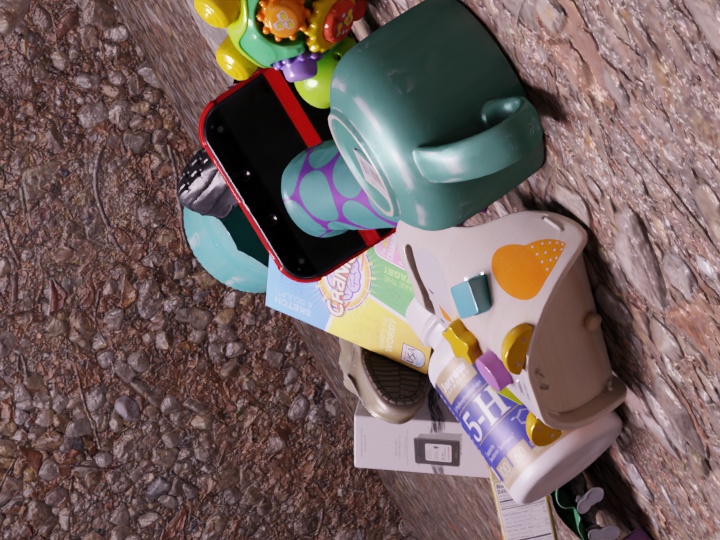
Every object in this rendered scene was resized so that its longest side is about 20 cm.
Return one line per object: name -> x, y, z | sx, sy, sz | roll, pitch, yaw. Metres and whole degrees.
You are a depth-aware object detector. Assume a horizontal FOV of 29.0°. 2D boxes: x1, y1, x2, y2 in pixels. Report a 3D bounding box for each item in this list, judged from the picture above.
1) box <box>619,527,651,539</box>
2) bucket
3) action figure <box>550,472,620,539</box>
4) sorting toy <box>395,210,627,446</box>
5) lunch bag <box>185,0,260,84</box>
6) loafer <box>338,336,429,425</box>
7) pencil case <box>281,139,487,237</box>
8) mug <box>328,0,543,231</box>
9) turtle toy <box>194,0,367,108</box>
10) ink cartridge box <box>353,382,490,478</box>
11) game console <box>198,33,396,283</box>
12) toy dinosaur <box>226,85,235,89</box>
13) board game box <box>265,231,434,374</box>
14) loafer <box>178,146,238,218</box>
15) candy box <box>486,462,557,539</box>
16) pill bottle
box -> 0.306, 0.390, 1.387 | 0.200, 0.096, 0.177 | 51, 170, 33
bucket -> -0.106, -0.077, 1.630 | 0.209, 0.206, 0.135 | 57, 151, 0
action figure -> 0.215, 0.219, 1.412 | 0.200, 0.054, 0.120 | -113, 0, -79
sorting toy -> 0.103, 0.032, 1.112 | 0.179, 0.107, 0.201 | 32, 157, 40
lunch bag -> -0.116, -0.278, 1.332 | 0.165, 0.117, 0.200 | 60, 167, -4
loafer -> 0.021, 0.110, 1.462 | 0.201, 0.075, 0.069 | -112, 31, -63
pencil case -> 0.017, -0.074, 1.213 | 0.092, 0.086, 0.199 | 32, 163, -31
mug -> 0.046, -0.110, 1.001 | 0.153, 0.114, 0.185 | 56, 172, 9
turtle toy -> -0.049, -0.215, 1.171 | 0.100, 0.146, 0.201 | 30, 162, 22
ink cartridge box -> 0.097, 0.164, 1.510 | 0.116, 0.197, 0.068 | -71, -17, -65
game console -> -0.041, -0.107, 1.326 | 0.201, 0.176, 0.031 | 58, 180, -8
toy dinosaur -> -0.089, -0.172, 1.703 | 0.181, 0.106, 0.199 | 41, 172, -34
board game box -> 0.000, 0.000, 1.415 | 0.198, 0.040, 0.155 | 21, 125, 22
loafer -> -0.108, -0.121, 1.406 | 0.070, 0.200, 0.069 | 26, -138, -29
candy box -> 0.167, 0.248, 1.406 | 0.116, 0.054, 0.202 | -96, -8, -60
pill bottle -> 0.130, 0.094, 1.245 | 0.201, 0.119, 0.120 | 54, 171, 21
